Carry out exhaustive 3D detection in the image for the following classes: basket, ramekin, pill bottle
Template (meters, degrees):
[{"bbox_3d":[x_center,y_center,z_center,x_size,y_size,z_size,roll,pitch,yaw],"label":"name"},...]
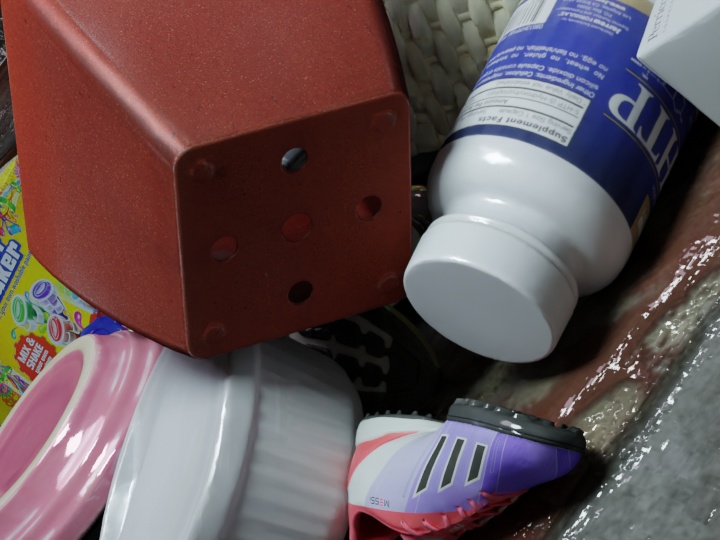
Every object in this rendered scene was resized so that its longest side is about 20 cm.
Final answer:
[{"bbox_3d":[0.056,-0.191,1.602,0.197,0.201,0.161,-16,28,3],"label":"basket"},{"bbox_3d":[-0.072,0.123,1.491,0.203,0.094,0.203,-55,25,41],"label":"ramekin"},{"bbox_3d":[0.104,-0.055,1.429,0.120,0.120,0.201,-23,33,56],"label":"pill bottle"}]

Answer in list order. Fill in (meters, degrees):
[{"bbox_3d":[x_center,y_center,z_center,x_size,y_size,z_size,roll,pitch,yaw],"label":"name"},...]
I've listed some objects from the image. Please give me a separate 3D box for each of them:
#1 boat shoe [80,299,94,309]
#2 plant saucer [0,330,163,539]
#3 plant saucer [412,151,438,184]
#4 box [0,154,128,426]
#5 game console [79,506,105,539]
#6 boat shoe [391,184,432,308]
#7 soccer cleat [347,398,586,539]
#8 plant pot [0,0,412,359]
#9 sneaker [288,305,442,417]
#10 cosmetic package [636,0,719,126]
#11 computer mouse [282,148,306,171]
[{"bbox_3d":[-0.098,0.014,1.754,0.066,0.199,0.075,11,85,42],"label":"boat shoe"},{"bbox_3d":[-0.201,0.118,1.738,0.201,0.051,0.201,-47,19,22],"label":"plant saucer"},{"bbox_3d":[-0.002,-0.058,1.735,0.199,0.036,0.200,-28,0,0],"label":"plant saucer"},{"bbox_3d":[-0.246,0.061,1.959,0.122,0.192,0.201,-36,24,40],"label":"box"},{"bbox_3d":[-0.158,0.128,1.742,0.177,0.031,0.200,-62,18,-21],"label":"game console"},{"bbox_3d":[0.000,0.000,1.673,0.059,0.072,0.200,-38,1,-33],"label":"boat shoe"},{"bbox_3d":[0.051,0.110,1.350,0.200,0.068,0.074,-12,62,62],"label":"soccer cleat"},{"bbox_3d":[-0.069,-0.067,1.433,0.199,0.201,0.176,-15,37,-19],"label":"plant pot"},{"bbox_3d":[-0.009,0.037,1.598,0.199,0.088,0.077,21,106,46],"label":"sneaker"},{"bbox_3d":[0.244,-0.165,1.357,0.200,0.081,0.113,-32,28,45],"label":"cosmetic package"},{"bbox_3d":[-0.064,-0.071,1.680,0.140,0.046,0.200,-30,-1,37],"label":"computer mouse"}]
